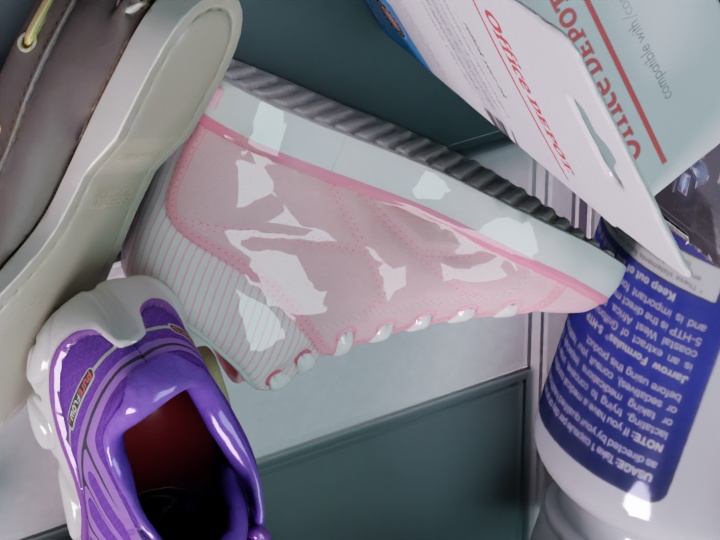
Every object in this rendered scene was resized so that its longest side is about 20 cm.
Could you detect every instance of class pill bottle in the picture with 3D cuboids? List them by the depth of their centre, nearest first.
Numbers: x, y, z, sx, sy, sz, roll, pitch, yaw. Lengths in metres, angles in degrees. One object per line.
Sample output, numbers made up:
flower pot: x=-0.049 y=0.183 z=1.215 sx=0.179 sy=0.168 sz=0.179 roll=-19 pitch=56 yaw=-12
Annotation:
pill bottle: x=0.137 y=0.046 z=0.999 sx=0.119 sy=0.120 sz=0.201 roll=1 pitch=117 yaw=-33

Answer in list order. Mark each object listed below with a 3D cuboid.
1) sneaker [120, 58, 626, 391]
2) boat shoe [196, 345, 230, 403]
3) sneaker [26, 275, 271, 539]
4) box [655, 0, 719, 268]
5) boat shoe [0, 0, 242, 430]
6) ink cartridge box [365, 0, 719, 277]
sneaker: x=0.000 y=0.000 z=0.910 sx=0.199 sy=0.075 sz=0.105 roll=20 pitch=102 yaw=-32
boat shoe: x=-0.047 y=0.116 z=0.957 sx=0.063 sy=0.073 sz=0.201 roll=-31 pitch=123 yaw=-7
sneaker: x=-0.063 y=0.101 z=0.852 sx=0.080 sy=0.083 sz=0.201 roll=-26 pitch=125 yaw=-15
box: x=0.126 y=-0.119 z=0.861 sx=0.049 sy=0.161 sz=0.202 roll=-6 pitch=120 yaw=-30
boat shoe: x=-0.115 y=-0.023 z=0.833 sx=0.201 sy=0.059 sz=0.072 roll=-58 pitch=162 yaw=13
ink cartridge box: x=0.058 y=-0.096 z=0.804 sx=0.068 sy=0.200 sz=0.116 roll=-39 pitch=132 yaw=-6
